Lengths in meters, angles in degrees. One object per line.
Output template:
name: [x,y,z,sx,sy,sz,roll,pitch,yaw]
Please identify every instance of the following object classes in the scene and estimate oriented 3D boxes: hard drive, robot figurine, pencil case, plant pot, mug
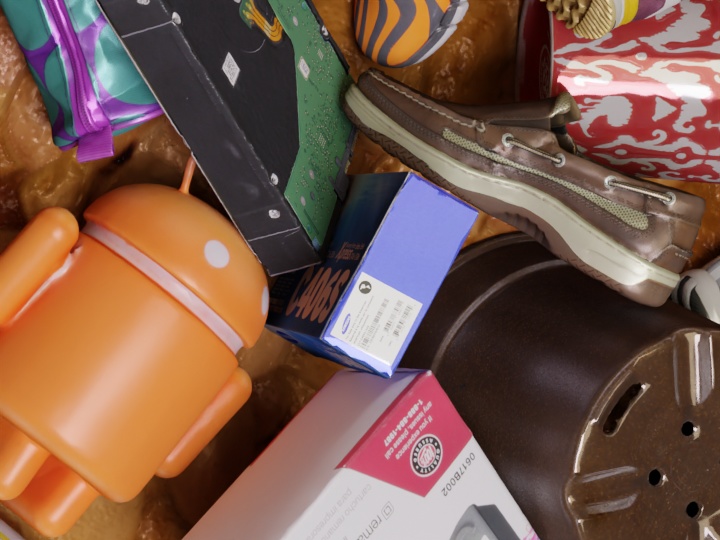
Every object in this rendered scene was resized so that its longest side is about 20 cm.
hard drive: [-0.064,-0.115,1.355,0.200,0.038,0.140,58,30,-32]
robot figurine: [-0.127,0.038,1.367,0.144,0.117,0.200,38,81,0]
pencil case: [-0.155,-0.162,1.335,0.085,0.092,0.200,-16,110,19]
plant pot: [0.134,0.089,1.450,0.200,0.198,0.201,-4,99,-24]
mug: [0.190,-0.116,1.485,0.199,0.178,0.134,1,118,-8]

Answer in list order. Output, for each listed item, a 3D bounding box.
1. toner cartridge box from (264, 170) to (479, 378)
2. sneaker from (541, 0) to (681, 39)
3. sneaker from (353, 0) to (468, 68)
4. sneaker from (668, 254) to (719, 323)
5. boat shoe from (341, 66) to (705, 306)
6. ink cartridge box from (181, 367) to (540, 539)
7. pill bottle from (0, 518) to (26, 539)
toner cartridge box: [0.000,0.000,1.371,0.043,0.200,0.095,31,85,-10]
sneaker: [0.108,-0.214,1.421,0.090,0.075,0.200,-24,69,-23]
sneaker: [0.010,-0.187,1.375,0.112,0.078,0.200,-16,138,-39]
sneaker: [0.271,0.063,1.578,0.115,0.075,0.200,-36,110,-18]
boat shoe: [0.090,-0.062,1.394,0.202,0.075,0.075,31,99,7]
ink cartridge box: [0.020,0.170,1.358,0.148,0.086,0.200,-48,115,-31]
pill bottle: [-0.234,0.156,1.340,0.200,0.112,0.112,43,80,-23]
